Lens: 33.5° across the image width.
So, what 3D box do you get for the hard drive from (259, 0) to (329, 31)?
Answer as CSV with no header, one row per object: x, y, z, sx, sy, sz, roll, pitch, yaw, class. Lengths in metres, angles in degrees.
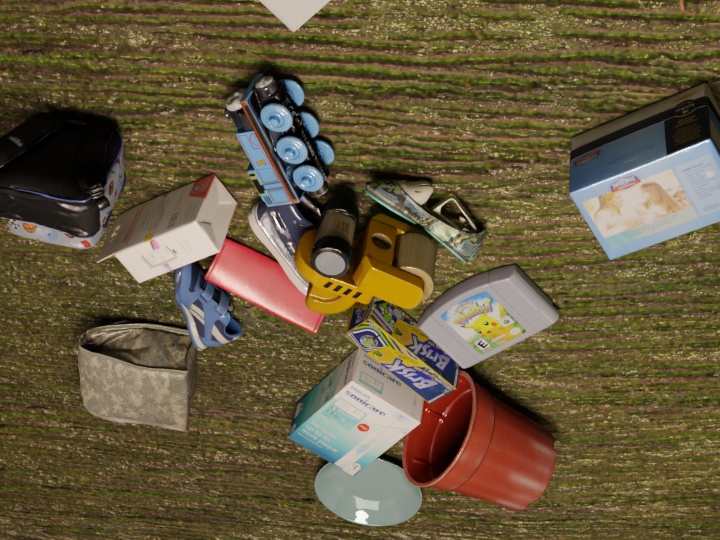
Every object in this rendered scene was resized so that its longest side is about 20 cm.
-0.113,-0.411,1.515,0.200,0.026,0.132,40,127,-23,hard drive

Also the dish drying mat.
-0.143,0.024,1.893,0.199,0.018,0.077,27,89,-12,dish drying mat

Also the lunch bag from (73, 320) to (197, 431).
-0.382,0.175,2.038,0.199,0.118,0.165,8,134,-1,lunch bag

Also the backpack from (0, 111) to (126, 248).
-0.424,-0.134,1.722,0.199,0.191,0.155,16,139,4,backpack

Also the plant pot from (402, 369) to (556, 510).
0.205,0.294,1.980,0.195,0.202,0.201,26,132,-23,plant pot

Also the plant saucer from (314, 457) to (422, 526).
0.017,0.394,2.201,0.200,0.039,0.202,7,133,7,plant saucer

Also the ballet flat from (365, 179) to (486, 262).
0.100,-0.091,1.741,0.199,0.074,0.074,33,130,-19,ballet flat

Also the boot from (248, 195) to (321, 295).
-0.077,-0.035,1.812,0.090,0.073,0.200,-22,123,35,boot

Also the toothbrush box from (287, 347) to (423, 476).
-0.006,0.243,2.039,0.146,0.086,0.200,33,128,-17,toothbrush box

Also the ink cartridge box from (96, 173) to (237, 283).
-0.294,-0.057,1.811,0.199,0.117,0.068,-18,126,27,ink cartridge box

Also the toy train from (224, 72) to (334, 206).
-0.117,-0.182,1.684,0.114,0.087,0.201,-8,130,26,toy train

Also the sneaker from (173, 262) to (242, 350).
-0.248,0.045,1.927,0.082,0.074,0.201,-5,136,11,sneaker

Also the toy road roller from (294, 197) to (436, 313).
0.000,0.000,1.745,0.199,0.123,0.146,20,131,-9,toy road roller

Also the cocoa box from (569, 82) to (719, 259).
0.393,-0.129,1.587,0.199,0.132,0.134,-21,124,28,cocoa box

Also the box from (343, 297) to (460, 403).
0.070,0.125,1.926,0.200,0.070,0.064,39,130,-21,box

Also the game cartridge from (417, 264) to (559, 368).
0.193,0.071,1.877,0.200,0.041,0.133,-32,115,33,game cartridge
